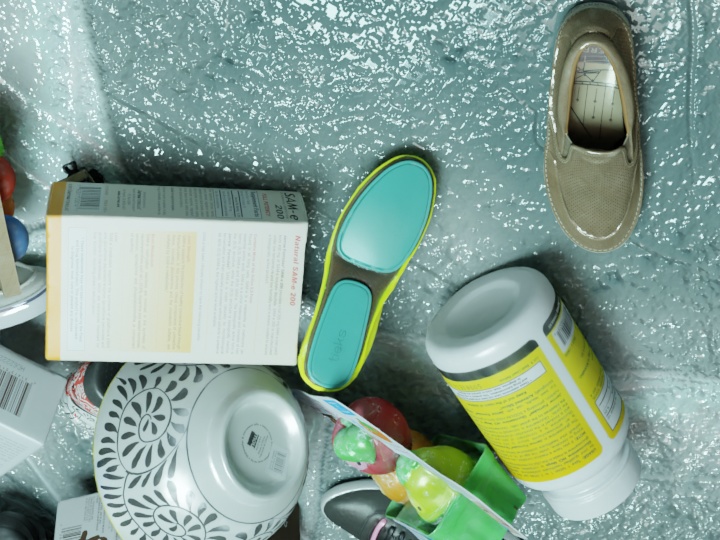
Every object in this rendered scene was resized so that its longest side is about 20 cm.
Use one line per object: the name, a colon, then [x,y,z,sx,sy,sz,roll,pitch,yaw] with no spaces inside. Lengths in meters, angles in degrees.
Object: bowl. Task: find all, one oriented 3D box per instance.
bowl: [-0.106,0.145,1.065,0.094,0.201,0.201,-14,122,46]

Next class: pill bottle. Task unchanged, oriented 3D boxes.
pill bottle: [0.147,0.105,1.073,0.112,0.113,0.200,-25,115,22]

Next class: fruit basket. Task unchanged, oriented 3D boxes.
fruit basket: [0.028,0.162,1.103,0.200,0.185,0.094,30,80,-13]

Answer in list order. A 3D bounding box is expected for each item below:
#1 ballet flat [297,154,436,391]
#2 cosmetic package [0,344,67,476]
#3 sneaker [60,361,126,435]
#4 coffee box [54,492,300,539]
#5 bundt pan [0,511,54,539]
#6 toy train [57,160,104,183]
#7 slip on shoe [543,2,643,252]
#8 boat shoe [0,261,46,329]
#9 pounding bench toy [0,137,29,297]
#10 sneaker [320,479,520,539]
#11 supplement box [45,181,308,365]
ballet flat: [0.000,0.000,1.050,0.067,0.067,0.200,22,95,-6]
cosmetic package: [-0.352,0.135,1.155,0.101,0.071,0.200,32,138,-24]
sneaker: [-0.166,0.123,1.169,0.201,0.067,0.108,20,156,-29]
coffee box: [-0.167,0.249,1.212,0.200,0.080,0.114,-14,144,17]
bundt pan: [-0.305,0.307,1.234,0.076,0.202,0.202,-38,112,-1]
toy train: [-0.191,-0.004,1.097,0.034,0.046,0.200,-21,116,21]
slip on shoe: [0.174,-0.095,0.974,0.076,0.061,0.200,2,122,8]
boat shoe: [-0.352,0.007,1.119,0.199,0.071,0.070,-1,125,17]
pounding bench toy: [-0.360,-0.066,1.049,0.156,0.200,0.124,-15,126,-19]
sneaker: [0.054,0.259,1.192,0.200,0.099,0.071,21,124,-3]
supplement box: [-0.146,0.003,1.042,0.199,0.074,0.126,2,114,-10]
